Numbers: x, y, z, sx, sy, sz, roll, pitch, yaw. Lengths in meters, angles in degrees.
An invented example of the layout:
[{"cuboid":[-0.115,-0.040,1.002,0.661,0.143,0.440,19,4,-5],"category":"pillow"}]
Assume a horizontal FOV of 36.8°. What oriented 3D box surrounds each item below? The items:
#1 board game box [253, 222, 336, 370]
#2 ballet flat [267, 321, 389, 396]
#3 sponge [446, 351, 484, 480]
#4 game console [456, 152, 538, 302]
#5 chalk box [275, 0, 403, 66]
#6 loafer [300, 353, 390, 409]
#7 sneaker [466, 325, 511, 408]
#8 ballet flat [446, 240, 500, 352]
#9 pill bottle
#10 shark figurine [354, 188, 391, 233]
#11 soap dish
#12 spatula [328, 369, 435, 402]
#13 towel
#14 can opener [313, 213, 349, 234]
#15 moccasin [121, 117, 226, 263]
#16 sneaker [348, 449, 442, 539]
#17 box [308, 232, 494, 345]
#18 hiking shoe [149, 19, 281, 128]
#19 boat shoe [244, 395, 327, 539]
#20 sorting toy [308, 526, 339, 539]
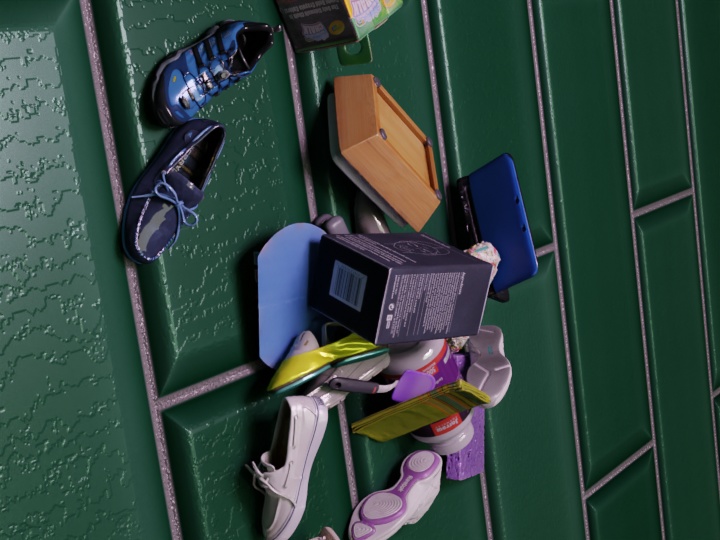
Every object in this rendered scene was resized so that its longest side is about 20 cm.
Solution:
[{"cuboid":[-0.097,0.034,1.471,0.157,0.039,0.203,-13,107,-50],"category":"board game box"},{"cuboid":[-0.050,0.108,1.458,0.198,0.067,0.068,-18,82,-32],"category":"ballet flat"},{"cuboid":[0.172,0.237,1.780,0.111,0.029,0.203,0,90,-62],"category":"sponge"},{"cuboid":[0.236,-0.065,1.744,0.170,0.117,0.203,17,60,-64],"category":"game console"},{"cuboid":[-0.033,-0.382,1.484,0.124,0.123,0.202,-46,124,-39],"category":"chalk box"},{"cuboid":[-0.040,0.147,1.522,0.199,0.070,0.070,-34,95,-42],"category":"loafer"},{"cuboid":[0.205,0.166,1.702,0.201,0.069,0.081,-76,159,-63],"category":"sneaker"},{"cuboid":[0.156,0.042,1.709,0.063,0.076,0.202,-3,122,-41],"category":"ballet flat"},{"cuboid":[0.104,0.182,1.651,0.113,0.111,0.201,-49,125,-38],"category":"pill bottle"},{"cuboid":[0.060,-0.029,1.621,0.214,0.089,0.129,42,60,-39],"category":"shark figurine"},{"cuboid":[0.037,-0.173,1.555,0.200,0.081,0.159,43,31,-40],"category":"soap dish"},{"cuboid":[0.030,0.163,1.520,0.199,0.021,0.057,9,115,-45],"category":"spatula"},{"cuboid":[0.087,0.210,1.571,0.086,0.199,0.018,32,42,-44],"category":"towel"},{"cuboid":[0.000,0.000,1.568,0.067,0.053,0.202,-37,118,-27],"category":"can opener"},{"cuboid":[-0.223,-0.103,1.295,0.080,0.068,0.202,37,64,-43],"category":"moccasin"},{"cuboid":[0.061,0.362,1.628,0.199,0.074,0.101,-36,134,-35],"category":"sneaker"},{"cuboid":[0.055,0.020,1.472,0.198,0.148,0.109,-3,110,-40],"category":"box"},{"cuboid":[-0.183,-0.251,1.330,0.201,0.086,0.075,-56,129,-33],"category":"hiking shoe"},{"cuboid":[-0.110,0.259,1.410,0.085,0.074,0.204,11,103,-35],"category":"boat shoe"},{"cuboid":[-0.100,0.461,1.425,0.199,0.106,0.182,-7,121,-50],"category":"sorting toy"}]
